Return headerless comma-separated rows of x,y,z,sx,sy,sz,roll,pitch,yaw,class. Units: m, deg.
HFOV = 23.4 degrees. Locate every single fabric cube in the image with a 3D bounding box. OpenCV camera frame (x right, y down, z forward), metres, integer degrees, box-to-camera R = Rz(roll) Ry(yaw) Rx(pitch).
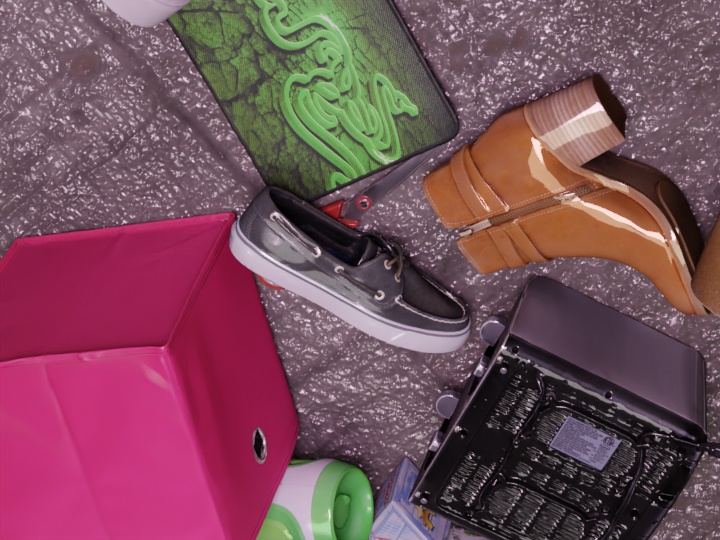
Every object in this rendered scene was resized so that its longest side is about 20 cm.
-0.180,0.096,1.330,0.199,0.196,0.200,-6,119,17,fabric cube

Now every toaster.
0.160,0.126,1.315,0.199,0.119,0.181,25,124,-3,toaster

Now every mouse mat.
-0.039,-0.151,1.249,0.160,0.008,0.200,-23,112,24,mouse mat

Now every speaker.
-0.092,0.193,1.418,0.199,0.089,0.089,-1,122,28,speaker

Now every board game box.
0.051,0.264,1.462,0.199,0.062,0.201,19,125,1,board game box

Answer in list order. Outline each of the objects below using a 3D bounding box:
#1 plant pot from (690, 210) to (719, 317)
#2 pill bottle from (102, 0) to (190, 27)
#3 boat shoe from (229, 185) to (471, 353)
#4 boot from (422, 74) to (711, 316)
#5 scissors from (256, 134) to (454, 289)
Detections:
0.333,-0.061,1.141,0.185,0.186,0.201,13,108,4,plant pot
-0.089,-0.248,1.137,0.200,0.120,0.120,-31,110,27,pill bottle
0.000,0.000,1.294,0.199,0.069,0.057,24,125,-13,boat shoe
0.151,-0.028,1.252,0.154,0.074,0.200,-29,99,26,boot
-0.002,-0.042,1.313,0.199,0.014,0.073,-21,112,23,scissors
